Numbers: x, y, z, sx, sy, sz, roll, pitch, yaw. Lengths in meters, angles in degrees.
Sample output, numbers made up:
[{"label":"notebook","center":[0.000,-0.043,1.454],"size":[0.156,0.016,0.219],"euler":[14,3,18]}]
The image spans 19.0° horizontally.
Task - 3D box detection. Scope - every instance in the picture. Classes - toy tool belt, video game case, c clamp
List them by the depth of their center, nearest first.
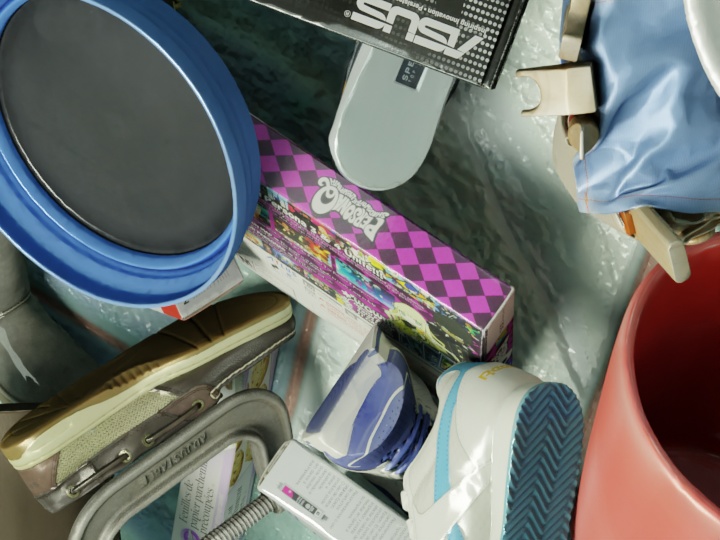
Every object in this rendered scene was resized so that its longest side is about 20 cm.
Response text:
[{"label":"toy tool belt","center":[0.139,-0.104,1.069],"size":[0.124,0.123,0.201],"euler":[-11,107,7]},{"label":"video game case","center":[0.000,0.000,1.247],"size":[0.200,0.036,0.181],"euler":[34,165,15]},{"label":"c clamp","center":[-0.097,0.159,1.351],"size":[0.027,0.200,0.171],"euler":[37,144,35]}]

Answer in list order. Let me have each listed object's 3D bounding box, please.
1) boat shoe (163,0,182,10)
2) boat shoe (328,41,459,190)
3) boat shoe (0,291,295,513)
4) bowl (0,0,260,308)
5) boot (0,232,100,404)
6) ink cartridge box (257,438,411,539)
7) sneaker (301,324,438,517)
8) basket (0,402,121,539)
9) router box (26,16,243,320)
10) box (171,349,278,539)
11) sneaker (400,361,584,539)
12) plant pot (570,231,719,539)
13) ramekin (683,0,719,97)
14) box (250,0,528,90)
[{"label":"boat shoe","center":[-0.142,-0.171,1.284],"size":[0.202,0.060,0.072],"euler":[60,157,-9]},{"label":"boat shoe","center":[0.037,-0.145,1.168],"size":[0.071,0.091,0.201],"euler":[25,106,-10]},{"label":"boat shoe","center":[-0.124,0.080,1.336],"size":[0.065,0.199,0.073],"euler":[64,174,-18]},{"label":"bowl","center":[-0.142,-0.074,1.189],"size":[0.200,0.039,0.201],"euler":[18,130,23]},{"label":"boot","center":[-0.235,-0.001,1.434],"size":[0.181,0.073,0.201],"euler":[32,141,16]},{"label":"ink cartridge box","center":[0.042,0.184,1.306],"size":[0.200,0.043,0.196],"euler":[35,175,15]},{"label":"sneaker","center":[0.033,0.100,1.271],"size":[0.115,0.081,0.199],"euler":[33,173,4]},{"label":"basket","center":[-0.218,0.188,1.396],"size":[0.180,0.135,0.201],"euler":[-5,87,59]},{"label":"router box","center":[-0.168,-0.078,1.316],"size":[0.179,0.049,0.201],"euler":[15,134,59]},{"label":"box","center":[-0.090,0.110,1.440],"size":[0.039,0.041,0.201],"euler":[28,129,19]},{"label":"sneaker","center":[0.062,0.149,1.173],"size":[0.081,0.076,0.201],"euler":[19,98,46]},{"label":"plant pot","center":[0.201,0.109,1.130],"size":[0.200,0.200,0.178],"euler":[37,143,12]},{"label":"ramekin","center":[0.257,-0.139,0.986],"size":[0.200,0.098,0.201],"euler":[18,126,27]},{"label":"box","center":[0.006,-0.210,1.036],"size":[0.199,0.048,0.194],"euler":[22,96,5]}]
